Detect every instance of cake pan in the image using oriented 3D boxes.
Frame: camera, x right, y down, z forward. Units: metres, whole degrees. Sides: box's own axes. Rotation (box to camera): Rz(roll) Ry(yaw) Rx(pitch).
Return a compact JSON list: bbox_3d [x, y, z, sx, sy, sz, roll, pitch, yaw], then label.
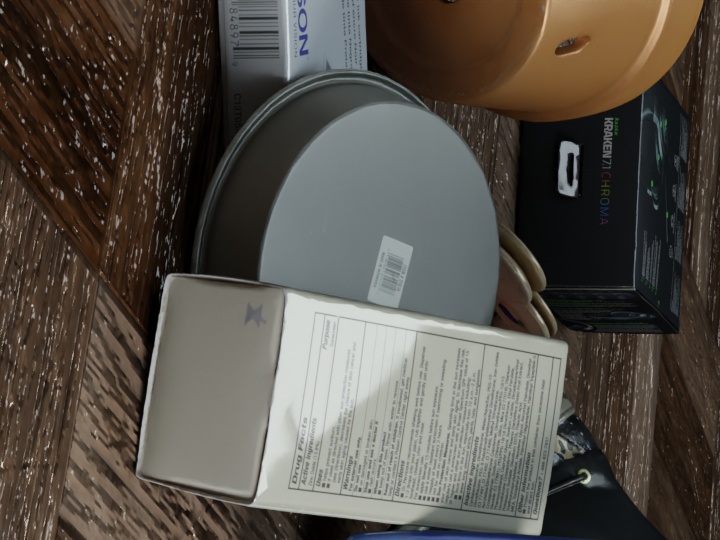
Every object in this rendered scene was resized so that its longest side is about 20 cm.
[{"bbox_3d":[0.000,0.000,1.477,0.199,0.037,0.202,-8,101,-44],"label":"cake pan"}]

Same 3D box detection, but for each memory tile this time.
[{"bbox_3d":[0.058,0.002,1.675,0.017,0.153,0.200,-41,153,-14],"label":"memory tile"}]

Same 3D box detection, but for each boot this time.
[{"bbox_3d":[0.086,0.181,1.630,0.203,0.154,0.074,-41,176,-20],"label":"boot"}]

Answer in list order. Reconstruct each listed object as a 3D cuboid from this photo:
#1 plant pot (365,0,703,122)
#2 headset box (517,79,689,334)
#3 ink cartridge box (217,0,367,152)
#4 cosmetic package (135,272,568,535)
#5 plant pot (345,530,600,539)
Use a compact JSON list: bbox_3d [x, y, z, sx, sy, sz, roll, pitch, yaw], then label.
[{"bbox_3d":[0.082,-0.175,1.697,0.140,0.199,0.202,-24,115,-54],"label":"plant pot"},{"bbox_3d":[0.181,-0.054,2.182,0.200,0.092,0.175,32,60,-71],"label":"headset box"},{"bbox_3d":[-0.024,-0.090,1.556,0.200,0.040,0.201,-32,122,-71],"label":"ink cartridge box"},{"bbox_3d":[-0.001,0.066,1.396,0.199,0.087,0.104,13,86,-46],"label":"cosmetic package"},{"bbox_3d":[0.084,0.238,1.427,0.180,0.198,0.202,91,1,-78],"label":"plant pot"}]
